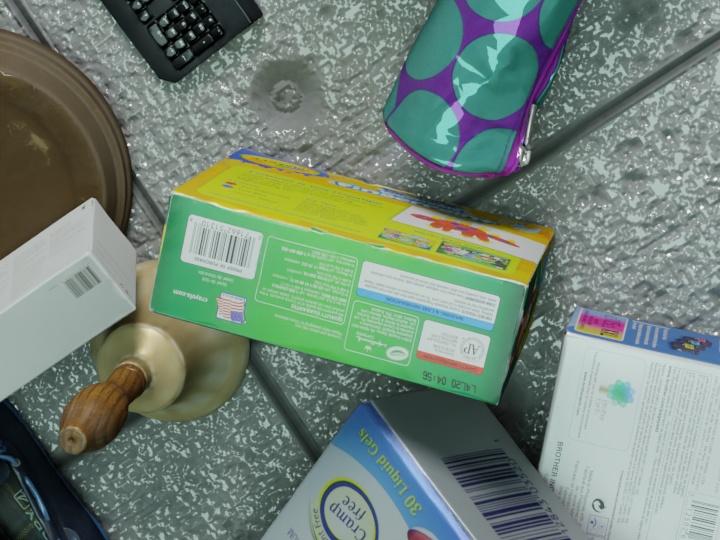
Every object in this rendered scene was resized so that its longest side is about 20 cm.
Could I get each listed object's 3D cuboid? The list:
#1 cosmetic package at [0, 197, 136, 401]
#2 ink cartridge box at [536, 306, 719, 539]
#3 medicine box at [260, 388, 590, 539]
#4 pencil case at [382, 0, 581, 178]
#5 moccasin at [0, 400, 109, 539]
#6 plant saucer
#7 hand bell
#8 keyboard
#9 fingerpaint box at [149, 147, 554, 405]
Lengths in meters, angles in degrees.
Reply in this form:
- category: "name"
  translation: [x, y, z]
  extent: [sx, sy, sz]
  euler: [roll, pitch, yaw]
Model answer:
- category: "cosmetic package"
  translation: [-0.224, 0.044, 1.260]
  extent: [0.199, 0.083, 0.051]
  euler: [-34, 115, 10]
- category: "ink cartridge box"
  translation: [0.205, 0.112, 1.234]
  extent: [0.198, 0.076, 0.138]
  euler: [13, 106, 10]
- category: "medicine box"
  translation: [0.034, 0.201, 1.219]
  extent: [0.182, 0.103, 0.200]
  euler: [52, 123, 27]
- category: "pencil case"
  translation: [0.093, -0.150, 1.190]
  extent: [0.092, 0.085, 0.201]
  euler: [32, 108, 19]
- category: "moccasin"
  translation: [-0.230, 0.132, 1.328]
  extent: [0.200, 0.068, 0.081]
  euler: [42, 107, 1]
- category: "plant saucer"
  translation: [-0.236, -0.048, 1.277]
  extent: [0.198, 0.030, 0.202]
  euler: [-2, 115, -5]
- category: "hand bell"
  translation: [-0.138, 0.067, 1.227]
  extent: [0.103, 0.200, 0.105]
  euler: [3, 104, 11]
- category: "keyboard"
  translation: [-0.138, -0.214, 1.244]
  extent: [0.104, 0.040, 0.200]
  euler: [-36, 95, 17]
- category: "fingerpaint box"
  translation: [0.000, 0.000, 1.201]
  extent: [0.198, 0.167, 0.074]
  euler: [15, 104, 7]
